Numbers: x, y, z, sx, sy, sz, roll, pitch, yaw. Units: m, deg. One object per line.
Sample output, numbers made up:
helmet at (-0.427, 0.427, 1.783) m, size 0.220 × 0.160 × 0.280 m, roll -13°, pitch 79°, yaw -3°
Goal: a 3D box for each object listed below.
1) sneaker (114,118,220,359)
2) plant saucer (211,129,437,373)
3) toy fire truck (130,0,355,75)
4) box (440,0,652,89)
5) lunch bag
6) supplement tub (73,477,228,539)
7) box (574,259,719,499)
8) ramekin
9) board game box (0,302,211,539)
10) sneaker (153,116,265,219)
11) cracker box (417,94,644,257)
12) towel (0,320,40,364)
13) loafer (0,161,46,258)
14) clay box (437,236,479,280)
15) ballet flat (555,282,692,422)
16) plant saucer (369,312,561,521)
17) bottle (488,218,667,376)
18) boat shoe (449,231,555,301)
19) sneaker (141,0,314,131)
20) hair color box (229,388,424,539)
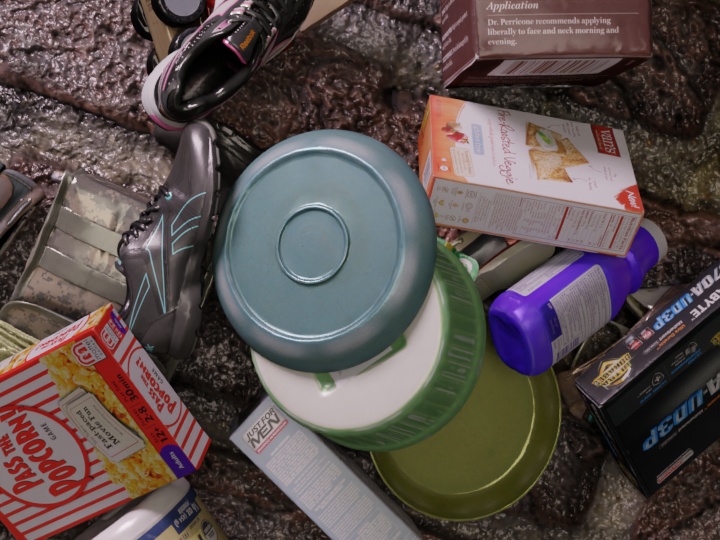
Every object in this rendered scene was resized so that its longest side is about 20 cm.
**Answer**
sneaker at (-0.161, -0.028, 0.968) m, size 0.078 × 0.075 × 0.203 m, roll 9°, pitch 91°, yaw -11°
plant saucer at (-0.036, -0.019, 0.946) m, size 0.197 × 0.027 × 0.204 m, roll -3°, pitch 81°, yaw 18°
toy fire truck at (-0.107, -0.272, 1.078) m, size 0.198 × 0.128 × 0.179 m, roll -20°, pitch 98°, yaw -25°
box at (0.165, -0.279, 1.071) m, size 0.163 × 0.164 × 0.203 m, roll -1°, pitch 90°, yaw -5°
lunch bag at (-0.229, 0.030, 1.058) m, size 0.162 × 0.118 × 0.202 m, roll 24°, pitch 94°, yaw -7°
supplement tub at (-0.166, 0.303, 1.050) m, size 0.144 × 0.144 × 0.201 m, roll -35°, pitch 94°, yaw -5°
box at (0.313, 0.101, 1.110) m, size 0.199 × 0.046 × 0.160 m, roll -38°, pitch 129°, yaw -5°
ramekin at (0.001, 0.051, 0.988) m, size 0.197 × 0.098 × 0.203 m, roll -3°, pitch 81°, yaw 18°
board game box at (-0.250, 0.136, 0.988) m, size 0.198 × 0.046 × 0.152 m, roll -26°, pitch 110°, yaw 21°
sneaker at (-0.116, -0.081, 1.066) m, size 0.198 × 0.076 × 0.092 m, roll 28°, pitch 91°, yaw 21°
cracker box at (0.155, -0.090, 1.087) m, size 0.197 × 0.135 × 0.058 m, roll 10°, pitch 130°, yaw -7°
towel at (-0.305, 0.145, 1.049) m, size 0.147 × 0.037 × 0.201 m, roll 32°, pitch 117°, yaw -6°
loafer at (-0.356, 0.000, 1.067) m, size 0.062 × 0.072 × 0.202 m, roll 24°, pitch 86°, yaw -12°
clay box at (0.000, 0.000, 1.075) m, size 0.198 × 0.048 × 0.116 m, roll 24°, pitch 88°, yaw 21°
ballet flat at (0.270, 0.060, 1.138) m, size 0.199 × 0.068 × 0.067 m, roll -41°, pitch 67°, yaw -6°
plant saucer at (0.097, 0.139, 1.125) m, size 0.197 × 0.031 × 0.203 m, roll -1°, pitch 93°, yaw -12°
bottle at (0.210, 0.017, 1.106) m, size 0.199 × 0.065 × 0.084 m, roll -34°, pitch 127°, yaw -24°
boat shoe at (0.089, 0.003, 1.116) m, size 0.198 × 0.071 × 0.063 m, roll -32°, pitch 58°, yaw 8°
sneaker at (-0.099, -0.196, 0.990) m, size 0.080 × 0.086 × 0.201 m, roll 39°, pitch 83°, yaw -21°
hair color box at (-0.032, 0.197, 1.086) m, size 0.061 × 0.099 × 0.200 m, roll -45°, pitch 94°, yaw -3°
